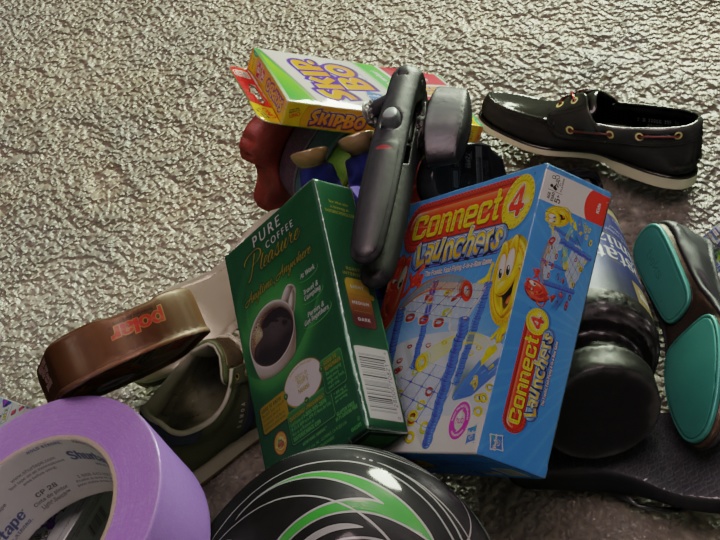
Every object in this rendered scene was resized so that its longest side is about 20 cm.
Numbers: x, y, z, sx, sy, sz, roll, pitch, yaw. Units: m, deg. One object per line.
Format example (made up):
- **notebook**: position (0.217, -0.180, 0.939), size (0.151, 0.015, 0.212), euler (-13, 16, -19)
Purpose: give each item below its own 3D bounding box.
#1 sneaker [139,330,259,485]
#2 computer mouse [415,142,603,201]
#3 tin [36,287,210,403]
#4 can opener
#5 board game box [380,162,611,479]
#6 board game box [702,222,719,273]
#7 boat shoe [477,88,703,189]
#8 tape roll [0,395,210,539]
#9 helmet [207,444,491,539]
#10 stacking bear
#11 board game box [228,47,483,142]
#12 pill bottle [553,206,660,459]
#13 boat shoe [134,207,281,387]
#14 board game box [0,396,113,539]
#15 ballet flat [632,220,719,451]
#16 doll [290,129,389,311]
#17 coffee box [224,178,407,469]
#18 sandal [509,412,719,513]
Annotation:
- **sneaker**: position (-0.092, 0.081, 1.102), size (0.200, 0.090, 0.067), euler (-41, 53, -21)
- **computer mouse**: position (0.120, -0.067, 1.155), size (0.034, 0.198, 0.060), euler (-7, 81, 53)
- **tin**: position (-0.169, 0.057, 1.003), size (0.111, 0.200, 0.042), euler (-19, 84, -20)
- **can opener**: position (0.026, -0.075, 1.047), size (0.078, 0.064, 0.202), euler (-5, 43, 28)
- **board game box**: position (0.077, 0.041, 1.001), size (0.055, 0.199, 0.199), euler (21, 75, -23)
- **board game box**: position (0.368, 0.008, 1.054), size (0.198, 0.062, 0.201), euler (-32, 50, 2)
- **boat shoe**: position (0.195, -0.127, 1.215), size (0.199, 0.064, 0.074), euler (17, 33, 24)
- **tape roll**: position (-0.194, 0.180, 0.895), size (0.198, 0.066, 0.202), euler (-20, 43, 19)
- **helmet**: position (-0.004, 0.210, 0.917), size (0.189, 0.201, 0.201), euler (-30, 51, -5)
- **stacking bear**: position (0.012, -0.066, 1.195), size (0.199, 0.122, 0.114), euler (36, 70, 23)
- **board game box**: position (-0.004, -0.142, 1.171), size (0.197, 0.030, 0.096), euler (2, 33, -26)
- **pill bottle**: position (0.156, 0.037, 1.046), size (0.110, 0.113, 0.201), euler (-11, 38, 3)
- **boat shoe**: position (-0.113, 0.031, 1.169), size (0.072, 0.060, 0.200), euler (39, 68, 21)
- **board game box**: position (-0.265, 0.166, 1.063), size (0.198, 0.104, 0.106), euler (16, 58, 24)
- **ballet flat**: position (0.251, 0.046, 1.032), size (0.072, 0.074, 0.202), euler (-10, 48, 4)
- **doll**: position (0.000, 0.000, 1.117), size (0.134, 0.048, 0.203), euler (-17, 86, 0)
- **coffee box**: position (-0.035, 0.049, 1.036), size (0.044, 0.123, 0.202), euler (10, 54, -38)
- **sandal**: position (0.201, 0.140, 1.028), size (0.197, 0.043, 0.076), euler (5, 44, 28)
